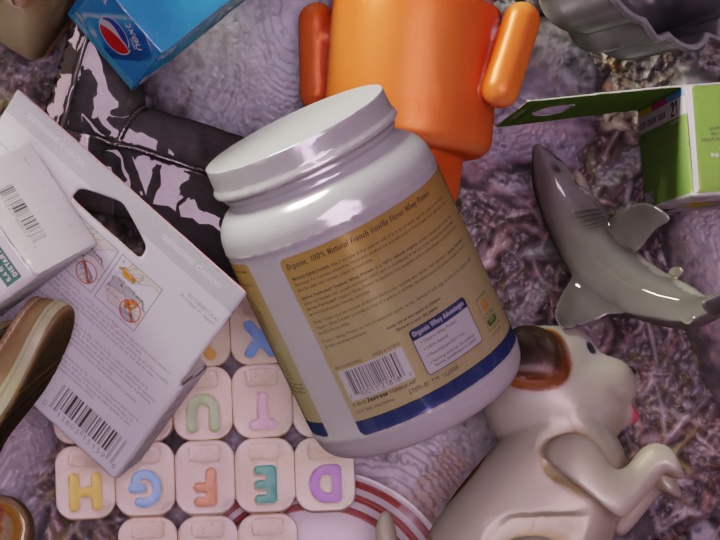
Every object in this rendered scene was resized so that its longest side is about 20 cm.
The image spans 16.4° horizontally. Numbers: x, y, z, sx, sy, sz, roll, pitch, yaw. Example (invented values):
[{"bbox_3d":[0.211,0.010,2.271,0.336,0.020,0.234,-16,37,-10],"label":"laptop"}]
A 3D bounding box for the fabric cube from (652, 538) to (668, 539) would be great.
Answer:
[{"bbox_3d":[0.291,0.282,1.602,0.195,0.200,0.200,7,85,-4],"label":"fabric cube"}]

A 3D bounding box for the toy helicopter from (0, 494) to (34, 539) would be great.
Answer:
[{"bbox_3d":[-0.212,0.242,1.629,0.132,0.079,0.201,-29,79,2],"label":"toy helicopter"}]

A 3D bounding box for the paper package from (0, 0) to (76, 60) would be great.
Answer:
[{"bbox_3d":[-0.256,-0.237,1.580,0.190,0.200,0.104,34,83,-2],"label":"paper package"}]

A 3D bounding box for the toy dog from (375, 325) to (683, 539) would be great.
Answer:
[{"bbox_3d":[0.119,0.136,1.635,0.193,0.140,0.201,8,79,21],"label":"toy dog"}]

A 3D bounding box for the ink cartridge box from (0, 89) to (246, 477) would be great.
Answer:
[{"bbox_3d":[-0.180,0.005,1.592,0.200,0.044,0.174,41,118,7],"label":"ink cartridge box"}]

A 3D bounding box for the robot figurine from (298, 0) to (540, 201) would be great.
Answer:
[{"bbox_3d":[0.037,-0.142,1.645,0.116,0.144,0.201,6,85,-28],"label":"robot figurine"}]

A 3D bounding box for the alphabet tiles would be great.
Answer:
[{"bbox_3d":[-0.103,0.112,1.650,0.199,0.015,0.197,-2,80,-1],"label":"alphabet tiles"}]

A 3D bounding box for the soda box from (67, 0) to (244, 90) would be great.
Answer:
[{"bbox_3d":[-0.093,-0.208,1.627,0.068,0.064,0.200,48,60,-1],"label":"soda box"}]

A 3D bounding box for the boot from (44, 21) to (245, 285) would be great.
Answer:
[{"bbox_3d":[-0.107,-0.090,1.651,0.199,0.073,0.183,16,88,-2],"label":"boot"}]

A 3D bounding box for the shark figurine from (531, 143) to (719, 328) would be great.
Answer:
[{"bbox_3d":[0.173,0.014,1.613,0.089,0.214,0.129,-30,126,-24],"label":"shark figurine"}]

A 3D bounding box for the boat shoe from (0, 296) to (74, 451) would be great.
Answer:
[{"bbox_3d":[-0.248,0.084,1.588,0.063,0.073,0.201,38,126,3],"label":"boat shoe"}]

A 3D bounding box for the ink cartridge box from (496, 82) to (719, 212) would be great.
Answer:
[{"bbox_3d":[0.200,-0.078,1.642,0.199,0.148,0.076,-5,88,-5],"label":"ink cartridge box"}]

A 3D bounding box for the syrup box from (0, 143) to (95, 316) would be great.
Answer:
[{"bbox_3d":[-0.270,0.010,1.565,0.200,0.081,0.079,-34,90,29],"label":"syrup box"}]

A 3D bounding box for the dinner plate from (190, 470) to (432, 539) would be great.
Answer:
[{"bbox_3d":[-0.030,0.232,1.661,0.199,0.024,0.201,0,87,-5],"label":"dinner plate"}]

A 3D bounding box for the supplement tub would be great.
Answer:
[{"bbox_3d":[0.000,0.000,1.551,0.144,0.144,0.201,-26,103,-7],"label":"supplement tub"}]

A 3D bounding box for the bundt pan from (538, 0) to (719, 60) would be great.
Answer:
[{"bbox_3d":[0.161,-0.227,1.643,0.201,0.076,0.203,25,55,-42],"label":"bundt pan"}]
